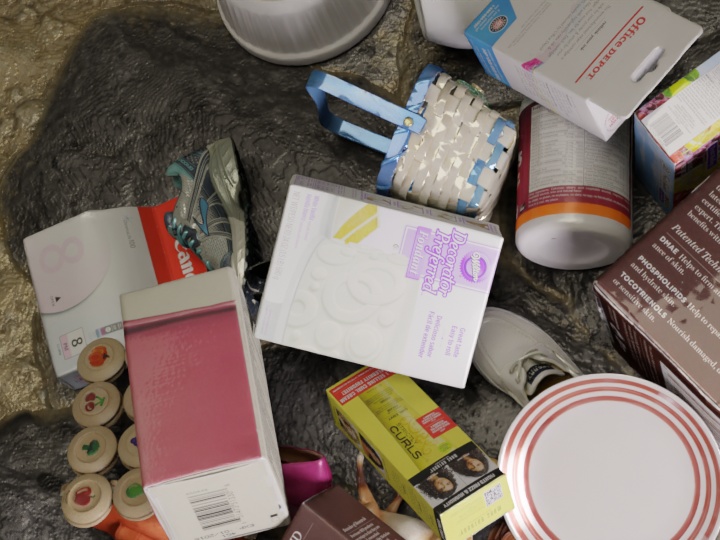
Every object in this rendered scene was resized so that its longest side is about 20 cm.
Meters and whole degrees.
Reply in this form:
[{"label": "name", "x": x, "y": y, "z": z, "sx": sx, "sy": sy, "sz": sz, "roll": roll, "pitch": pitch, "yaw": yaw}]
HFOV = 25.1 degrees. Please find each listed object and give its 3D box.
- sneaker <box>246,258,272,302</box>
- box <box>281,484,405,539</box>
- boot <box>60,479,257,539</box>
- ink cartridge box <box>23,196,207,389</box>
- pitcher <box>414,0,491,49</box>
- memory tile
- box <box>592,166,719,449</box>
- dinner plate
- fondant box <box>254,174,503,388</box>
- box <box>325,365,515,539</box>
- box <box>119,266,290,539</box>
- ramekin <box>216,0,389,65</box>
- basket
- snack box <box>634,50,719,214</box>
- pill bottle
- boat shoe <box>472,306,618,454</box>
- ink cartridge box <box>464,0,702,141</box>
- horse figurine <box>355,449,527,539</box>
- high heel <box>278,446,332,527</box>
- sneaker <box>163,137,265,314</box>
[{"label": "sneaker", "x": 0.000, "y": -0.003, "z": 1.533, "sx": 0.198, "sy": 0.104, "sz": 0.061, "roll": -17, "pitch": 65, "yaw": 8}, {"label": "box", "x": 0.017, "y": 0.289, "z": 1.400, "sx": 0.199, "sy": 0.075, "sz": 0.101, "roll": 36, "pitch": 110, "yaw": 20}, {"label": "boot", "x": -0.200, "y": 0.256, "z": 1.506, "sx": 0.198, "sy": 0.075, "sz": 0.108, "roll": 12, "pitch": 77, "yaw": 18}, {"label": "ink cartridge box", "x": -0.228, "y": 0.007, "z": 1.624, "sx": 0.199, "sy": 0.057, "sz": 0.164, "roll": -24, "pitch": 64, "yaw": 10}, {"label": "pitcher", "x": 0.156, "y": -0.270, "z": 1.588, "sx": 0.198, "sy": 0.122, "sz": 0.173, "roll": -13, "pitch": 58, "yaw": 0}, {"label": "memory tile", "x": -0.201, "y": 0.140, "z": 1.510, "sx": 0.152, "sy": 0.017, "sz": 0.202, "roll": -8, "pitch": 54, "yaw": 11}, {"label": "box", "x": 0.332, "y": 0.028, "z": 1.395, "sx": 0.200, "sy": 0.166, "sz": 0.164, "roll": -42, "pitch": 64, "yaw": -4}, {"label": "dinner plate", "x": 0.217, "y": 0.183, "z": 1.401, "sx": 0.198, "sy": 0.024, "sz": 0.202, "roll": 3, "pitch": 103, "yaw": 13}, {"label": "fondant box", "x": 0.016, "y": 0.009, "z": 1.461, "sx": 0.198, "sy": 0.058, "sz": 0.146, "roll": 13, "pitch": 101, "yaw": -4}, {"label": "box", "x": 0.050, "y": 0.158, "z": 1.441, "sx": 0.075, "sy": 0.050, "sz": 0.200, "roll": -29, "pitch": 41, "yaw": -15}, {"label": "box", "x": -0.137, "y": 0.121, "z": 1.417, "sx": 0.108, "sy": 0.128, "sz": 0.201, "roll": -14, "pitch": 54, "yaw": 0}, {"label": "ramekin", "x": -0.068, "y": -0.324, "z": 1.684, "sx": 0.200, "sy": 0.094, "sz": 0.204, "roll": -5, "pitch": 68, "yaw": 13}, {"label": "basket", "x": 0.046, "y": -0.125, "z": 1.535, "sx": 0.198, "sy": 0.176, "sz": 0.140, "roll": 20, "pitch": 85, "yaw": 6}, {"label": "snack box", "x": 0.344, "y": -0.148, "z": 1.458, "sx": 0.199, "sy": 0.169, "sz": 0.068, "roll": -37, "pitch": 72, "yaw": 0}, {"label": "pill bottle", "x": 0.202, "y": -0.112, "z": 1.517, "sx": 0.108, "sy": 0.110, "sz": 0.202, "roll": -2, "pitch": 68, "yaw": 15}, {"label": "boat shoe", "x": 0.165, "y": 0.099, "z": 1.466, "sx": 0.071, "sy": 0.070, "sz": 0.200, "roll": -41, "pitch": 65, "yaw": -3}, {"label": "ink cartridge box", "x": 0.206, "y": -0.197, "z": 1.449, "sx": 0.115, "sy": 0.068, "sz": 0.200, "roll": -47, "pitch": 52, "yaw": -8}, {"label": "horse figurine", "x": 0.056, "y": 0.228, "z": 1.457, "sx": 0.198, "sy": 0.050, "sz": 0.134, "roll": 7, "pitch": 64, "yaw": 21}, {"label": "high heel", "x": -0.113, "y": 0.163, "z": 1.498, "sx": 0.198, "sy": 0.097, "sz": 0.068, "roll": 23, "pitch": 41, "yaw": 14}, {"label": "sneaker", "x": -0.147, "y": -0.034, "z": 1.603, "sx": 0.085, "sy": 0.078, "sz": 0.201, "roll": -15, "pitch": 56, "yaw": 4}]
